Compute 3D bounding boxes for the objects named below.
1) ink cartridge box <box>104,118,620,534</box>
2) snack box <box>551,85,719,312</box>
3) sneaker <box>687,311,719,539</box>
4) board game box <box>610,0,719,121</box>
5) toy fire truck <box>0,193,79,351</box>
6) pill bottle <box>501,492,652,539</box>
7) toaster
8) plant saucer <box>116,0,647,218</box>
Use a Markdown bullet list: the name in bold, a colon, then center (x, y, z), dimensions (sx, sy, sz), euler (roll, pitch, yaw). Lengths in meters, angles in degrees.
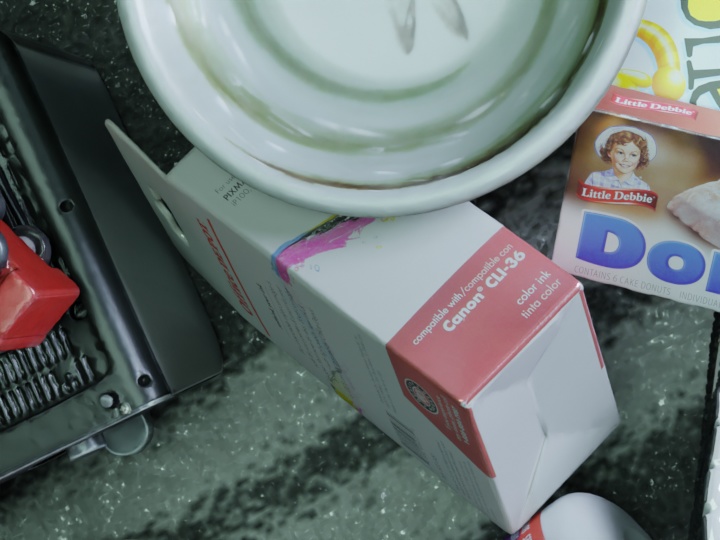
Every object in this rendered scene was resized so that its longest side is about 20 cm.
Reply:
- **ink cartridge box**: center (0.000, 0.000, 0.944), dimensions (0.200, 0.117, 0.067), euler (37, 75, 28)
- **snack box**: center (0.172, -0.011, 0.881), dimensions (0.200, 0.024, 0.072), euler (14, 124, 9)
- **sneaker**: center (0.166, 0.063, 0.912), dimensions (0.080, 0.074, 0.200), euler (10, 61, 5)
- **board game box**: center (0.104, -0.104, 0.944), dimensions (0.200, 0.105, 0.103), euler (6, 92, 14)
- **toy fire truck**: center (-0.185, 0.025, 0.925), dimensions (0.200, 0.049, 0.141), euler (43, 101, 11)
- **pill bottle**: center (0.044, 0.184, 0.957), dimensions (0.200, 0.112, 0.113), euler (-38, 82, 11)
- **toaster**: center (-0.179, 0.005, 1.010), dimensions (0.181, 0.119, 0.200), euler (-26, 84, 12)
- **plant saucer**: center (0.010, -0.118, 0.888), dimensions (0.200, 0.050, 0.200), euler (0, 89, 14)
